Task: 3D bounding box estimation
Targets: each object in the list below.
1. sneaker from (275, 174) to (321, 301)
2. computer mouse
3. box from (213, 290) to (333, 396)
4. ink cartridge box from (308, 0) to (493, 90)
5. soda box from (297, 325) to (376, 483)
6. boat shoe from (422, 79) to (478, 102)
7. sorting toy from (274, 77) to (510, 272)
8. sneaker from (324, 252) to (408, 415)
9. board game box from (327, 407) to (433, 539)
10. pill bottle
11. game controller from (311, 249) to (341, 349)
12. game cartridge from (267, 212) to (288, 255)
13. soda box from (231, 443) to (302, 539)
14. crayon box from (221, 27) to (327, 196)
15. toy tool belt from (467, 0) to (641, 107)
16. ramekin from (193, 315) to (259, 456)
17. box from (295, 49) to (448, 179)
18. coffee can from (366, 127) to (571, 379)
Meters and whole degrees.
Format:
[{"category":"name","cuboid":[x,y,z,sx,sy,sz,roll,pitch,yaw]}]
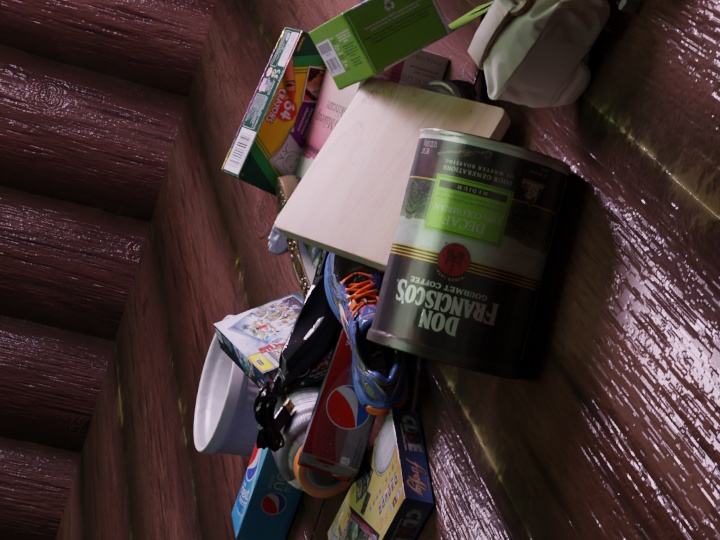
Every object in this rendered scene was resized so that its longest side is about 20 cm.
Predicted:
[{"category":"sneaker","cuboid":[-0.039,-0.028,1.883,0.067,0.089,0.202,121,134,-67]},{"category":"computer mouse","cuboid":[-0.063,0.113,1.718,0.141,0.046,0.201,95,-162,-54]},{"category":"box","cuboid":[-0.089,0.088,1.900,0.200,0.136,0.038,-145,38,-63]},{"category":"ink cartridge box","cuboid":[0.060,-0.283,1.665,0.076,0.199,0.148,61,166,-9]},{"category":"soda box","cuboid":[-0.008,0.129,1.696,0.063,0.070,0.201,109,180,-68]},{"category":"boat shoe","cuboid":[0.081,-0.117,1.693,0.072,0.060,0.203,31,118,29]},{"category":"sorting toy","cuboid":[0.043,-0.087,1.593,0.198,0.070,0.201,19,71,41]},{"category":"sneaker","cuboid":[0.013,0.052,1.648,0.079,0.075,0.201,101,152,-68]},{"category":"board game box","cuboid":[0.019,0.267,1.629,0.136,0.034,0.201,-98,27,-52]},{"category":"pill bottle","cuboid":[-0.058,0.196,1.814,0.200,0.105,0.107,-122,48,-67]},{"category":"game controller","cuboid":[0.000,0.000,1.785,0.042,0.104,0.201,-131,57,-75]},{"category":"game cartridge","cuboid":[-0.062,-0.121,2.108,0.201,0.041,0.133,-65,-5,15]},{"category":"soda box","cuboid":[-0.107,0.258,1.991,0.064,0.067,0.201,-115,41,-64]},{"category":"crayon box","cuboid":[-0.059,-0.182,1.947,0.058,0.172,0.201,25,91,58]},{"category":"toy tool belt","cuboid":[0.174,-0.255,1.395,0.200,0.124,0.123,120,149,-42]},{"category":"ramekin","cuboid":[-0.161,0.172,2.179,0.200,0.104,0.202,-165,90,-73]},{"category":"box","cuboid":[0.012,-0.187,1.870,0.128,0.108,0.201,32,107,65]},{"category":"coffee can","cuboid":[0.099,-0.015,1.397,0.146,0.145,0.202,-167,91,-73]}]
